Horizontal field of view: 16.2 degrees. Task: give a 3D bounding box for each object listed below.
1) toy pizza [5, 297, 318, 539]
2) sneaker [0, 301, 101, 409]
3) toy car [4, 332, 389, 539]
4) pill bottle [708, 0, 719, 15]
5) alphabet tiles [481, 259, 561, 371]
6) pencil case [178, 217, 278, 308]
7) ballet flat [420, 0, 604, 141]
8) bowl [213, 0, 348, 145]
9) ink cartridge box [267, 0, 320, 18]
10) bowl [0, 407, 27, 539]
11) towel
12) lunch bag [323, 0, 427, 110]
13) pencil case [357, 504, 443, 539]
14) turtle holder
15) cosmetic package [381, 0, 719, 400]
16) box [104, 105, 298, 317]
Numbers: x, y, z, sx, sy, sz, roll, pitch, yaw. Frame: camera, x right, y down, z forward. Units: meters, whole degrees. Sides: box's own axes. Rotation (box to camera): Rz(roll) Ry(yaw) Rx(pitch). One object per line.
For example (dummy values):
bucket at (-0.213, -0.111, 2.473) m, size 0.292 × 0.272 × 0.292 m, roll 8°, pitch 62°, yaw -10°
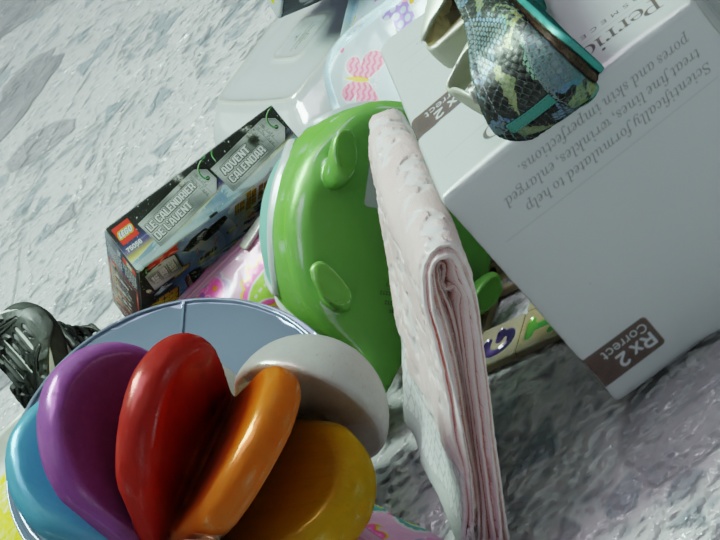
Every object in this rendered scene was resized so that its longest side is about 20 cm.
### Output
toy pizza at (-0.099, 0.099, 1.401) m, size 0.198 × 0.032 × 0.201 m, roll -9°, pitch 48°, yaw 10°
sneaker at (-0.202, 0.060, 1.720) m, size 0.079 × 0.074 × 0.200 m, roll -40°, pitch -17°, yaw -11°
toy car at (-0.095, 0.098, 1.257) m, size 0.199 × 0.150 × 0.176 m, roll -10°, pitch 46°, yaw 40°
pill bottle at (0.150, -0.169, 1.490) m, size 0.198 × 0.113 × 0.112 m, roll -13°, pitch 26°, yaw -3°
alphabet tiles at (0.125, -0.026, 1.502) m, size 0.167 × 0.008 × 0.201 m, roll -27°, pitch 30°, yaw 37°
pencil case at (-0.084, 0.029, 1.639) m, size 0.200 × 0.087 × 0.088 m, roll -41°, pitch 24°, yaw 12°
ballet flat at (0.062, -0.121, 1.266) m, size 0.074 × 0.074 × 0.200 m, roll -41°, pitch 24°, yaw 9°
bowl at (-0.021, -0.145, 1.848) m, size 0.201 × 0.075 × 0.199 m, roll -54°, pitch 24°, yaw -15°
ink cartridge box at (0.025, -0.241, 1.757) m, size 0.197 × 0.047 × 0.200 m, roll -26°, pitch -10°, yaw -8°
bowl at (-0.164, 0.126, 1.511) m, size 0.200 × 0.108 × 0.200 m, roll -44°, pitch -3°, yaw -3°
towel at (0.038, 0.034, 1.342) m, size 0.032 × 0.192 × 0.200 m, roll -11°, pitch 24°, yaw -5°
lunch bag at (0.072, -0.152, 1.646) m, size 0.169 × 0.127 × 0.201 m, roll -30°, pitch 32°, yaw 34°
pencil case at (0.035, 0.169, 1.238) m, size 0.088 × 0.087 × 0.200 m, roll -51°, pitch 25°, yaw -13°
turtle holder at (0.008, -0.007, 1.518) m, size 0.140 × 0.187 × 0.131 m, roll -22°, pitch 10°, yaw -25°
cosmetic package at (0.134, -0.075, 1.358) m, size 0.165 × 0.165 × 0.200 m, roll -38°, pitch 27°, yaw 10°
box at (-0.105, -0.029, 1.694) m, size 0.137 × 0.040 × 0.200 m, roll -38°, pitch -8°, yaw -12°
